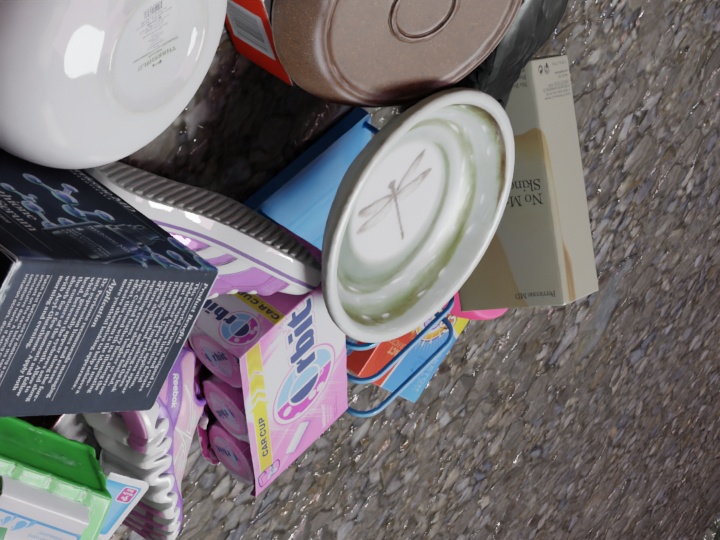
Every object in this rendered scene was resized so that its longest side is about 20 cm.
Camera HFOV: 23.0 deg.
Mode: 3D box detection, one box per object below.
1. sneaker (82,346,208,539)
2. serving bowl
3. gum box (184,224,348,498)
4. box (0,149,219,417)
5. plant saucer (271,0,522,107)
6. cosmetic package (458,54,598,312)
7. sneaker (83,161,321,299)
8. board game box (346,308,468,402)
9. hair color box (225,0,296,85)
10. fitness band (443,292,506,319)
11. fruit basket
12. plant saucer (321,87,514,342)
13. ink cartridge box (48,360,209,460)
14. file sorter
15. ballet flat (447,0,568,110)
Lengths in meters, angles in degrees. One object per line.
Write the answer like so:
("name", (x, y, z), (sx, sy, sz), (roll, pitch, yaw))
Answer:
("sneaker", (-0.149, 0.122, 1.290), (0.089, 0.080, 0.201), (-51, 157, -36))
("serving bowl", (-0.146, -0.147, 1.078), (0.200, 0.066, 0.201), (-40, 145, -35))
("gum box", (-0.071, 0.076, 1.376), (0.113, 0.066, 0.201), (-43, 151, -28))
("box", (-0.210, 0.005, 1.063), (0.200, 0.148, 0.108), (4, 117, -61))
("plant saucer", (0.037, -0.184, 1.185), (0.199, 0.035, 0.201), (-19, 138, -18))
("cosmetic package", (0.126, -0.071, 1.459), (0.071, 0.105, 0.202), (-18, 100, -57))
("sneaker", (-0.128, 0.002, 1.239), (0.199, 0.073, 0.115), (20, 107, -29))
("board game box", (0.065, 0.020, 1.673), (0.201, 0.040, 0.153), (-57, 154, 2))
("hair color box", (-0.012, -0.236, 1.224), (0.200, 0.061, 0.102), (-49, 153, -16))
("fitness band", (0.101, -0.057, 1.550), (0.143, 0.037, 0.202), (-22, 109, -57))
("fruit basket", (-0.267, 0.198, 1.208), (0.185, 0.094, 0.201), (28, 102, -37))
("plant saucer", (0.031, -0.046, 1.284), (0.200, 0.050, 0.201), (-33, 139, -33))
("ink cartridge box", (-0.167, 0.079, 1.340), (0.200, 0.045, 0.176), (-52, 153, -10))
("file sorter", (0.000, 0.000, 1.447), (0.139, 0.122, 0.201), (-42, 150, -27))
("ballet flat", (0.104, -0.176, 1.342), (0.066, 0.057, 0.200), (-18, 152, -35))
